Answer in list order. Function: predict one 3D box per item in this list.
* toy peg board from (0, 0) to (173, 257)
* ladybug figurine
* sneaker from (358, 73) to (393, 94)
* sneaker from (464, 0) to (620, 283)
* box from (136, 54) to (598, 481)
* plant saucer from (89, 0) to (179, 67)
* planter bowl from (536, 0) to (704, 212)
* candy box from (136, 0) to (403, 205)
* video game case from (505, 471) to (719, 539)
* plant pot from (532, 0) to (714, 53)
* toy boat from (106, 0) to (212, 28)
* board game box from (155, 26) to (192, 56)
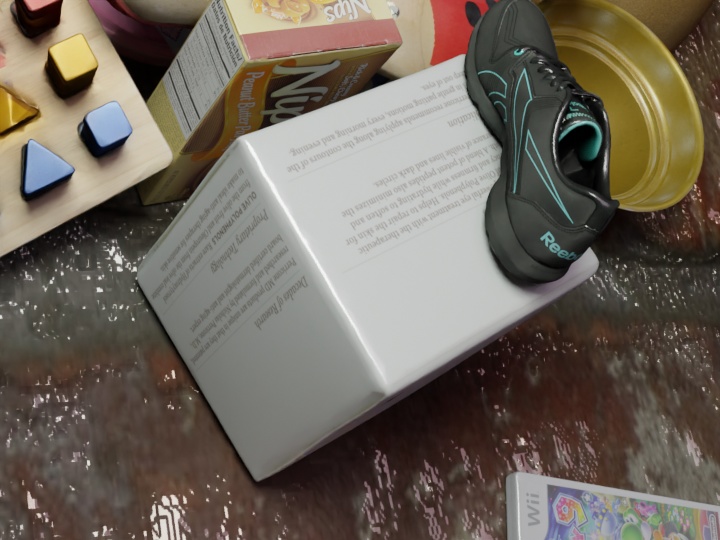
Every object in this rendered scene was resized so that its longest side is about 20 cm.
[{"bbox_3d":[-0.239,-0.109,0.695,0.199,0.098,0.200,-30,97,-15],"label":"toy peg board"},{"bbox_3d":[0.053,-0.195,0.906,0.136,0.072,0.200,47,31,20],"label":"ladybug figurine"},{"bbox_3d":[0.044,-0.123,0.932,0.075,0.077,0.201,-15,73,-31],"label":"sneaker"},{"bbox_3d":[0.117,-0.092,0.717,0.075,0.079,0.201,11,58,-28],"label":"sneaker"},{"bbox_3d":[0.000,0.000,0.775,0.199,0.200,0.172,-26,80,-37],"label":"box"},{"bbox_3d":[-0.155,-0.234,0.889,0.200,0.051,0.202,12,62,-23],"label":"plant saucer"},{"bbox_3d":[0.189,-0.127,1.008,0.199,0.083,0.201,13,63,-26],"label":"planter bowl"},{"bbox_3d":[-0.072,-0.116,0.788,0.115,0.200,0.056,-15,75,-34],"label":"candy box"},{"bbox_3d":[0.198,0.236,0.887,0.199,0.018,0.144,13,63,-23],"label":"video game case"},{"bbox_3d":[0.264,-0.294,1.058,0.185,0.200,0.187,13,62,-25],"label":"plant pot"},{"bbox_3d":[-0.110,-0.225,0.763,0.200,0.130,0.131,-8,111,-51],"label":"toy boat"},{"bbox_3d":[-0.111,-0.280,0.878,0.200,0.041,0.200,-35,87,-35],"label":"board game box"}]
